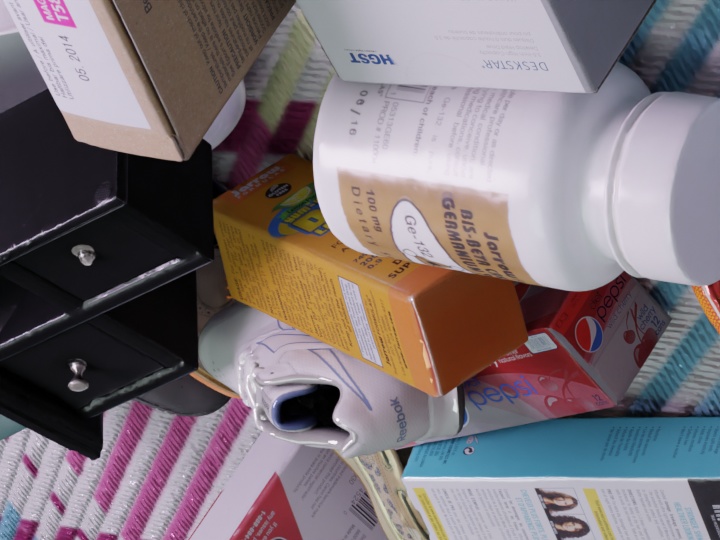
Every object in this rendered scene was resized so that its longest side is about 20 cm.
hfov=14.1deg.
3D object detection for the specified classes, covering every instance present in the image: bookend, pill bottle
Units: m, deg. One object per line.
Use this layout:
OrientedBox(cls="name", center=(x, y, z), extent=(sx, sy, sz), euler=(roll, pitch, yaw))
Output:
OrientedBox(cls="bookend", center=(-0.141, -0.001, 1.583), extent=(0.198, 0.092, 0.200), euler=(-24, 143, 30))
OrientedBox(cls="pill bottle", center=(0.086, -0.050, 1.418), extent=(0.200, 0.114, 0.114), euler=(10, 142, 34))

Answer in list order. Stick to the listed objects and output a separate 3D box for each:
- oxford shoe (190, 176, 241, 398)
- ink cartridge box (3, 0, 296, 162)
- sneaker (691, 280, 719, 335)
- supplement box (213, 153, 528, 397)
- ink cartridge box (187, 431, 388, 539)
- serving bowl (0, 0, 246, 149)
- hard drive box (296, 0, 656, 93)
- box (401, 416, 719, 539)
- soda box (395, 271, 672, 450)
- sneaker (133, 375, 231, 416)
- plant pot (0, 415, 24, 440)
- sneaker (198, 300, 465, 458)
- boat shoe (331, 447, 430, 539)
OrientedBox(cls="oxford shoe", center=(-0.091, 0.000, 1.704), extent=(0.073, 0.071, 0.200), euler=(-2, 134, 38))
OrientedBox(cls="ink cartridge box", center=(-0.103, -0.180, 1.367), extent=(0.075, 0.165, 0.200), euler=(11, 142, 33))
OrientedBox(cls="sneaker", center=(0.228, 0.052, 1.473), extent=(0.200, 0.073, 0.077), euler=(46, 157, -14))
OrientedBox(cls="supplement box", center=(0.000, 0.000, 1.557), extent=(0.200, 0.066, 0.069), euler=(22, 137, 52))
OrientedBox(cls="ink cartridge box", center=(-0.002, 0.200, 1.821), extent=(0.200, 0.147, 0.083), euler=(43, 149, -14))
OrientedBox(cls="serving bowl", center=(-0.163, -0.111, 1.563), extent=(0.199, 0.066, 0.200), euler=(-7, 157, -3))
OrientedBox(cls="hard drive box", center=(0.025, -0.179, 1.332), extent=(0.156, 0.077, 0.200), euler=(6, 139, 39))
OrientedBox(cls="box", center=(0.130, 0.127, 1.646), extent=(0.199, 0.049, 0.082), euler=(-2, 134, 27))
OrientedBox(cls="soda box", center=(0.074, 0.043, 1.603), extent=(0.063, 0.070, 0.200), euler=(47, 147, -20))
OrientedBox(cls="sneaker", center=(-0.140, 0.012, 1.760), extent=(0.200, 0.074, 0.088), euler=(44, 150, -18))
OrientedBox(cls="plant pot", center=(-0.280, 0.037, 1.806), extent=(0.200, 0.134, 0.200), euler=(47, 168, 13))
OrientedBox(cls="sneaker", center=(-0.032, 0.055, 1.600), extent=(0.200, 0.087, 0.075), euler=(12, 116, 51))
OrientedBox(cls="boat shoe", center=(0.042, 0.122, 1.743), extent=(0.200, 0.073, 0.063), euler=(48, 150, -21))
